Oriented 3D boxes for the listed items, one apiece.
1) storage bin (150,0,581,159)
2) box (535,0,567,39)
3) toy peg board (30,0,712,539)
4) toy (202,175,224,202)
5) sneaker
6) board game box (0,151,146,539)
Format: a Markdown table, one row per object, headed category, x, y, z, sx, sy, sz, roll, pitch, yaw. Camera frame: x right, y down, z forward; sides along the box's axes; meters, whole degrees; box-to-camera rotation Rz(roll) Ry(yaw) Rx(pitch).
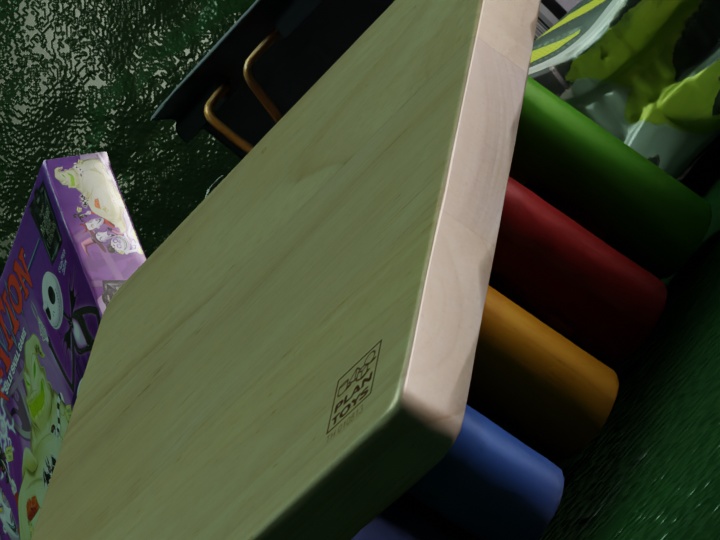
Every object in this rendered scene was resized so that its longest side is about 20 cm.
| category | x | y | z | sx | sy | sz | roll | pitch | yaw |
| --- | --- | --- | --- | --- | --- | --- | --- | --- | --- |
| storage bin | 0.015 | -0.086 | 1.300 | 0.146 | 0.134 | 0.200 | -51 | 5 | -35 |
| box | 0.000 | 0.000 | 1.089 | 0.200 | 0.079 | 0.141 | -51 | 9 | -28 |
| toy peg board | 0.003 | 0.044 | 0.786 | 0.200 | 0.098 | 0.200 | -44 | 22 | 37 |
| toy | -0.043 | 0.025 | 1.291 | 0.047 | 0.116 | 0.200 | -6 | 8 | 6 |
| sneaker | 0.070 | -0.040 | 0.908 | 0.200 | 0.075 | 0.085 | -35 | -2 | 3 |
| board game box | -0.106 | 0.064 | 1.068 | 0.032 | 0.121 | 0.200 | -5 | -32 | -23 |
